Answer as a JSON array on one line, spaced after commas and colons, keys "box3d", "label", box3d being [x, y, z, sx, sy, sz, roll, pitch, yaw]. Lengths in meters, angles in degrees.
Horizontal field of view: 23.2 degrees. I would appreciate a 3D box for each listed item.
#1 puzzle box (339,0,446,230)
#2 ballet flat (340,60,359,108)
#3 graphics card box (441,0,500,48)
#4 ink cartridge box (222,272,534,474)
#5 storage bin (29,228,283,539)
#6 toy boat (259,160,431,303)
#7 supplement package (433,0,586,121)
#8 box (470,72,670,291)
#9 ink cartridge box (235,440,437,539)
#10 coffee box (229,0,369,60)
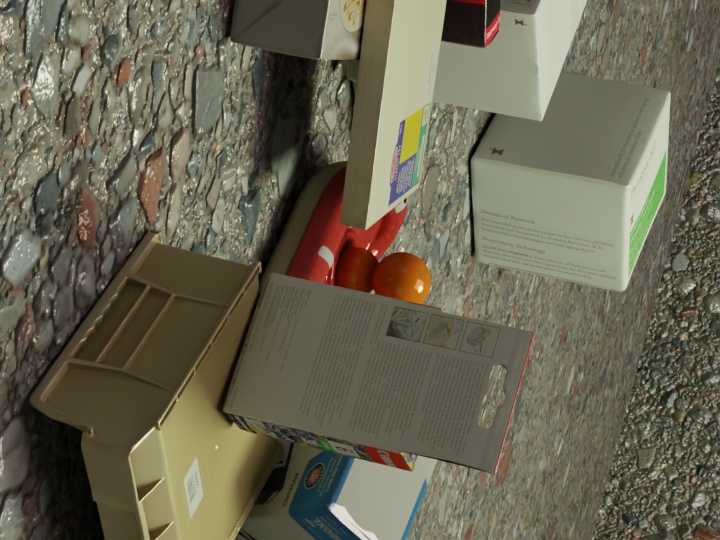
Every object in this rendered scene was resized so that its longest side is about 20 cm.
[{"box3d": [0.029, -0.145, 1.447, 0.133, 0.025, 0.201, -40, 141, -62], "label": "puzzle box"}, {"box3d": [0.014, -0.176, 1.584, 0.200, 0.069, 0.070, 78, 30, -52], "label": "ballet flat"}, {"box3d": [0.062, -0.300, 1.540, 0.051, 0.125, 0.201, -54, 152, -50], "label": "graphics card box"}, {"box3d": [0.016, 0.077, 1.221, 0.050, 0.199, 0.109, 61, 44, -64], "label": "ink cartridge box"}, {"box3d": [-0.141, 0.116, 1.250, 0.199, 0.093, 0.200, -60, 155, -44], "label": "storage bin"}, {"box3d": [0.000, 0.000, 1.537, 0.131, 0.130, 0.200, 76, 32, -55], "label": "toy boat"}, {"box3d": [0.133, -0.281, 1.726, 0.152, 0.150, 0.200, 78, 29, -53], "label": "supplement package"}, {"box3d": [0.257, -0.115, 2.134, 0.172, 0.199, 0.199, 83, 27, -42], "label": "box"}, {"box3d": [-0.041, 0.161, 1.402, 0.084, 0.200, 0.145, 43, 53, -27], "label": "ink cartridge box"}, {"box3d": [-0.024, -0.229, 1.397, 0.200, 0.079, 0.115, -16, 117, -70], "label": "coffee box"}]
